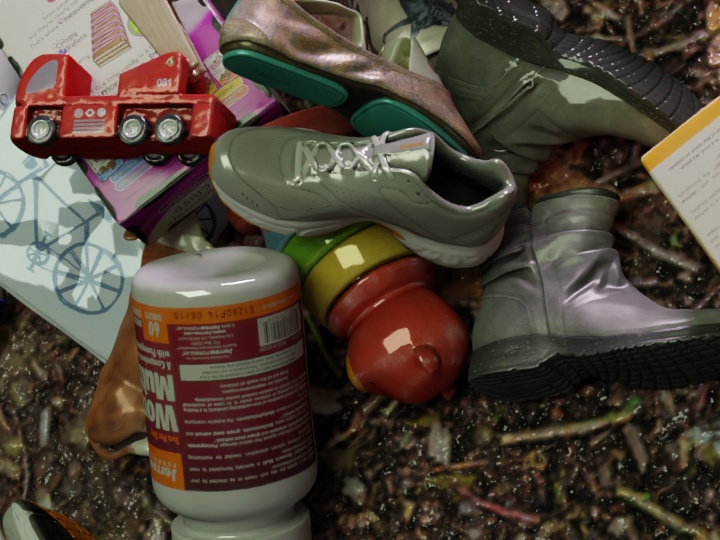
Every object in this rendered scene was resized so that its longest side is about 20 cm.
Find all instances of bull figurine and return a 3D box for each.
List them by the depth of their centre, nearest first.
[{"bbox_3d":[-0.125,0.042,1.698,0.121,0.065,0.201,21,95,38],"label":"bull figurine"}]

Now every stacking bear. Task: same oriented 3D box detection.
[{"bbox_3d":[0.000,0.000,1.635,0.113,0.122,0.201,-30,67,-5],"label":"stacking bear"}]

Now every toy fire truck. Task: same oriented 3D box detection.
[{"bbox_3d":[-0.128,-0.142,1.620,0.199,0.049,0.142,1,74,17],"label":"toy fire truck"}]

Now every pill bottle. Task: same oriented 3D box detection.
[{"bbox_3d":[-0.084,0.093,1.592,0.109,0.109,0.202,2,105,29],"label":"pill bottle"}]

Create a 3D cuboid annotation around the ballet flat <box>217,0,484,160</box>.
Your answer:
[{"bbox_3d":[0.003,-0.127,1.576,0.068,0.199,0.068,-18,52,53],"label":"ballet flat"}]

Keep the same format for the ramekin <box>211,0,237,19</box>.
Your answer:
[{"bbox_3d":[-0.124,-0.274,1.814,0.199,0.098,0.202,-10,67,24],"label":"ramekin"}]

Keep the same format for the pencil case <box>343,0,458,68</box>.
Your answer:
[{"bbox_3d":[0.019,-0.190,1.716,0.077,0.090,0.201,-16,58,-18],"label":"pencil case"}]

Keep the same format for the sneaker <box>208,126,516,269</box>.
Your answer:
[{"bbox_3d":[0.006,-0.065,1.556,0.199,0.092,0.076,10,61,-12],"label":"sneaker"}]

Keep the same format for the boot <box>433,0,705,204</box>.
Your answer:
[{"bbox_3d":[0.126,-0.091,1.627,0.199,0.068,0.131,29,116,8],"label":"boot"}]

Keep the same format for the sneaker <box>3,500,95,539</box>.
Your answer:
[{"bbox_3d":[-0.202,0.243,1.657,0.092,0.076,0.200,-45,54,13],"label":"sneaker"}]

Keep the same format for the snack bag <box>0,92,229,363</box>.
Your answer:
[{"bbox_3d":[-0.186,-0.060,1.760,0.188,0.021,0.201,35,87,4],"label":"snack bag"}]

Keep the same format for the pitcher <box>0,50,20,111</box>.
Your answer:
[{"bbox_3d":[-0.311,-0.151,1.863,0.171,0.121,0.202,-13,75,40],"label":"pitcher"}]

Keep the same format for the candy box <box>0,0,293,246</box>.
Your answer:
[{"bbox_3d":[-0.152,-0.137,1.685,0.136,0.061,0.200,-37,68,4],"label":"candy box"}]

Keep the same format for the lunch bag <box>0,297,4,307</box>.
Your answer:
[{"bbox_3d":[-0.381,0.041,1.816,0.199,0.127,0.171,32,85,21],"label":"lunch bag"}]

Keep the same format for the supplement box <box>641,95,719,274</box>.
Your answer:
[{"bbox_3d":[0.263,0.005,1.479,0.073,0.126,0.200,-38,57,9],"label":"supplement box"}]

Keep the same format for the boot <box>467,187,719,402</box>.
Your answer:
[{"bbox_3d":[0.158,0.005,1.573,0.199,0.070,0.133,-5,63,22],"label":"boot"}]
